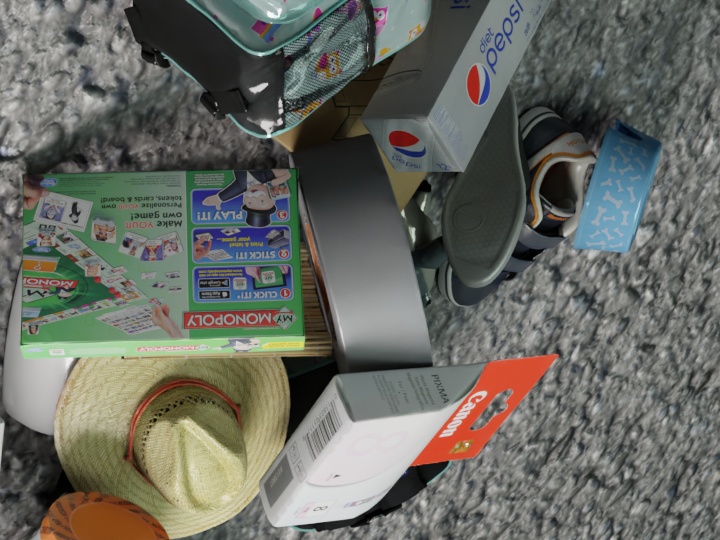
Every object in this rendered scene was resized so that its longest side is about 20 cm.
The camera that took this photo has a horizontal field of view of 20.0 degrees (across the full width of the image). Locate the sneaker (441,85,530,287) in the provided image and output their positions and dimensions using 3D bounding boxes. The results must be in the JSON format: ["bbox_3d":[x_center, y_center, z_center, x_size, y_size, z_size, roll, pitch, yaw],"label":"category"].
[{"bbox_3d":[0.113,-0.056,1.730,0.071,0.200,0.099,-3,147,13],"label":"sneaker"}]

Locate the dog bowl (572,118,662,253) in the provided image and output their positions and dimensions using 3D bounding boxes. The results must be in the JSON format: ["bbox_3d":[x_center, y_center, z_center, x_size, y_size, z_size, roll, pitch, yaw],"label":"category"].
[{"bbox_3d":[0.234,-0.073,1.837,0.200,0.049,0.112,-41,146,-76],"label":"dog bowl"}]

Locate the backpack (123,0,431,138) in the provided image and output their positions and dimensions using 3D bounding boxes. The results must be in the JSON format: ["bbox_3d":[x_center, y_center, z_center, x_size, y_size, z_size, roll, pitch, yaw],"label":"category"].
[{"bbox_3d":[-0.046,-0.214,1.422,0.200,0.176,0.154,-28,142,-32],"label":"backpack"}]

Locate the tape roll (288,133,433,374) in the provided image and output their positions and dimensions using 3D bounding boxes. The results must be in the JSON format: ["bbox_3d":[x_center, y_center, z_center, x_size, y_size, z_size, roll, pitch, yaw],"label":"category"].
[{"bbox_3d":[0.000,0.000,1.560,0.066,0.200,0.201,-13,135,-4],"label":"tape roll"}]

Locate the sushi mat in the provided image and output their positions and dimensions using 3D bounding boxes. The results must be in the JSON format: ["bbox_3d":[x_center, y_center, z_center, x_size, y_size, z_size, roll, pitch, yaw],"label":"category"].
[{"bbox_3d":[-0.106,0.021,1.535,0.200,0.096,0.012,0,154,-41],"label":"sushi mat"}]

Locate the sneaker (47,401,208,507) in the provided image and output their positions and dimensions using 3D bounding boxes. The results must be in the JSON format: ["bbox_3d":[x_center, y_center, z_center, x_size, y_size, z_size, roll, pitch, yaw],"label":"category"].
[{"bbox_3d":[-0.172,0.163,1.638,0.111,0.077,0.200,-4,159,-46],"label":"sneaker"}]

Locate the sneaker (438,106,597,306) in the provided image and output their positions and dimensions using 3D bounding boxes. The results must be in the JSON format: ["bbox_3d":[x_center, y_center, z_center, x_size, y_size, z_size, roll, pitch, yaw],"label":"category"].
[{"bbox_3d":[0.141,-0.042,1.832,0.078,0.079,0.200,3,120,-48],"label":"sneaker"}]

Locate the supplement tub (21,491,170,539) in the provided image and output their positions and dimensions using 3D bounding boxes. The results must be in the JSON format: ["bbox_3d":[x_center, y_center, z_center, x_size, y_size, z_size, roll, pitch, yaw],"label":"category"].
[{"bbox_3d":[-0.218,0.272,1.526,0.122,0.123,0.200,-3,125,-44],"label":"supplement tub"}]

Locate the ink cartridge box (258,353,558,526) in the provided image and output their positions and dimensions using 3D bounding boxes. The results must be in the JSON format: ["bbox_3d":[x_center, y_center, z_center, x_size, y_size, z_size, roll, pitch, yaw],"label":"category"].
[{"bbox_3d":[0.042,0.130,1.550,0.200,0.057,0.163,0,145,-27],"label":"ink cartridge box"}]

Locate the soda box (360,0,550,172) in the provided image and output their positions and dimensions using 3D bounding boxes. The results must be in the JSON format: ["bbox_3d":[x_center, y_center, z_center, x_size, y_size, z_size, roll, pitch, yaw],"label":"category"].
[{"bbox_3d":[0.078,-0.170,1.597,0.063,0.068,0.200,54,52,-38],"label":"soda box"}]

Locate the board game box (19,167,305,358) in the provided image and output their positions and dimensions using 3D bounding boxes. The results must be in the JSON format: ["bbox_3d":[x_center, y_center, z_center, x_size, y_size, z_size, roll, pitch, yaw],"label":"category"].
[{"bbox_3d":[-0.142,-0.006,1.462,0.199,0.135,0.029,-1,157,-4],"label":"board game box"}]

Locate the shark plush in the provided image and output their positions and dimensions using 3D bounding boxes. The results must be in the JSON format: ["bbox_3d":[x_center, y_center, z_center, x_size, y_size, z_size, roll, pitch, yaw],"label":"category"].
[{"bbox_3d":[0.017,-0.001,1.781,0.083,0.091,0.200,-3,142,-15],"label":"shark plush"}]

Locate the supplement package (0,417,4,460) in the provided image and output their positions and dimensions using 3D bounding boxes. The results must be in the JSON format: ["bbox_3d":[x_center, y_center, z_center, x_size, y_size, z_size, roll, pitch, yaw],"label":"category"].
[{"bbox_3d":[-0.343,0.171,1.490,0.117,0.117,0.200,-14,130,-35],"label":"supplement package"}]

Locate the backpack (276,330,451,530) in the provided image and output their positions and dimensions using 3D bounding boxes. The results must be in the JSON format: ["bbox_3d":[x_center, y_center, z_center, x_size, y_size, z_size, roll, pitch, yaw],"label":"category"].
[{"bbox_3d":[-0.013,0.133,1.732,0.176,0.153,0.200,-25,150,-3],"label":"backpack"}]

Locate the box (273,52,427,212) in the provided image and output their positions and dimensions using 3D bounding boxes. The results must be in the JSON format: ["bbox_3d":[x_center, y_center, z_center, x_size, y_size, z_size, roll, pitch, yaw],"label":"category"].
[{"bbox_3d":[0.009,-0.147,1.627,0.200,0.021,0.164,36,87,-46],"label":"box"}]

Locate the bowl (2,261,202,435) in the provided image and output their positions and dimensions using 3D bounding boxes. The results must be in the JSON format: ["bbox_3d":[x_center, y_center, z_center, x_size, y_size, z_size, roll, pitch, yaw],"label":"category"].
[{"bbox_3d":[-0.172,0.041,1.591,0.200,0.075,0.200,-11,127,-38],"label":"bowl"}]

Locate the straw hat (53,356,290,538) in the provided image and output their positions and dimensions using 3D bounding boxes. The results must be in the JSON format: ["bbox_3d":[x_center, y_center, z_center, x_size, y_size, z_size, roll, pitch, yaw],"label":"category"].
[{"bbox_3d":[-0.126,0.133,1.532,0.201,0.085,0.202,-8,116,-18],"label":"straw hat"}]
